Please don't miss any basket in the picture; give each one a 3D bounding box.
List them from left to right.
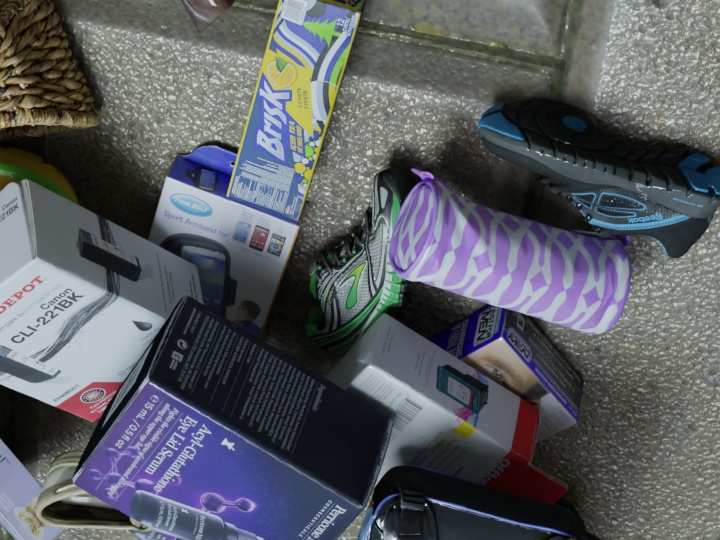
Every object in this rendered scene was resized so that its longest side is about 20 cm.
[{"bbox_3d":[-0.329,-0.131,1.638,0.199,0.143,0.150,-7,122,19],"label":"basket"}]

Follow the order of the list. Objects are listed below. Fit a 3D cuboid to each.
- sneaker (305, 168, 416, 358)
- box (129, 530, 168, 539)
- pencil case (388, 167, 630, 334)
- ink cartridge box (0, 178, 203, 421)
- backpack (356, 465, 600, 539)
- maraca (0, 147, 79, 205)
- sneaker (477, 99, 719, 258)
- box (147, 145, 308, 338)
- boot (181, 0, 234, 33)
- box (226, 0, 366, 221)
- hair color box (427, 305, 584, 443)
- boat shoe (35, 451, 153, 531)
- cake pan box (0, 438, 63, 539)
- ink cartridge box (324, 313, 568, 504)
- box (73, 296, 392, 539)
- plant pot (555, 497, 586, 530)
[{"bbox_3d":[0.000,0.000,1.692,0.085,0.078,0.201,18,128,2],"label":"sneaker"},{"bbox_3d":[-0.123,0.183,1.838,0.200,0.105,0.148,36,125,-12],"label":"box"},{"bbox_3d":[0.121,-0.011,1.616,0.199,0.084,0.086,15,97,-25],"label":"pencil case"},{"bbox_3d":[-0.243,0.027,1.662,0.144,0.084,0.200,-34,140,25],"label":"ink cartridge box"},{"bbox_3d":[0.077,0.269,1.637,0.182,0.147,0.201,14,98,1],"label":"backpack"},{"bbox_3d":[-0.319,-0.041,1.724,0.199,0.107,0.137,-10,136,30],"label":"maraca"},{"bbox_3d":[0.180,-0.067,1.603,0.199,0.073,0.082,21,129,0],"label":"sneaker"},{"bbox_3d":[-0.122,-0.010,1.740,0.118,0.042,0.201,20,129,-1],"label":"box"},{"bbox_3d":[-0.137,-0.254,1.489,0.064,0.187,0.201,-24,116,2],"label":"boot"},{"bbox_3d":[-0.048,-0.143,1.605,0.064,0.070,0.201,18,127,-2],"label":"box"},{"bbox_3d":[0.079,0.116,1.766,0.199,0.065,0.109,-31,114,28],"label":"hair color box"},{"bbox_3d":[-0.177,0.194,1.752,0.198,0.065,0.073,1,125,12],"label":"boat shoe"},{"bbox_3d":[-0.359,0.148,1.836,0.200,0.052,0.184,53,163,-22],"label":"cake pan box"},{"bbox_3d":[0.065,0.138,1.701,0.199,0.067,0.116,32,129,-13],"label":"ink cartridge box"},{"bbox_3d":[-0.100,0.142,1.628,0.199,0.105,0.148,31,130,-8],"label":"box"},{"bbox_3d":[0.117,0.305,1.817,0.199,0.201,0.199,7,121,9],"label":"plant pot"}]
